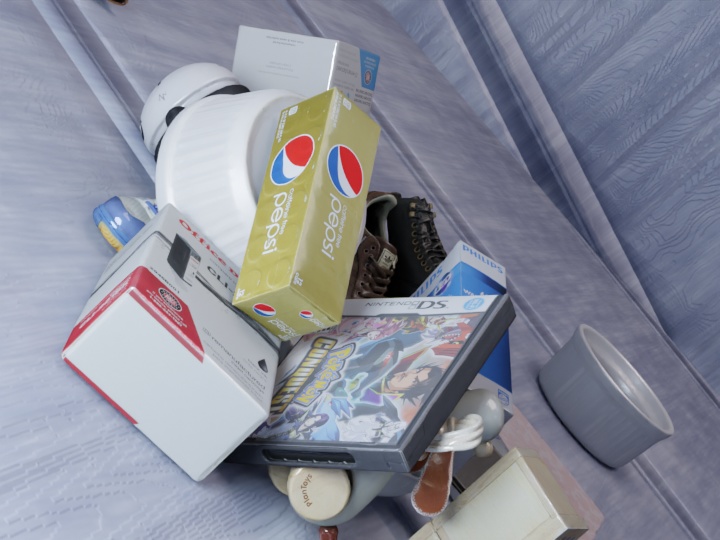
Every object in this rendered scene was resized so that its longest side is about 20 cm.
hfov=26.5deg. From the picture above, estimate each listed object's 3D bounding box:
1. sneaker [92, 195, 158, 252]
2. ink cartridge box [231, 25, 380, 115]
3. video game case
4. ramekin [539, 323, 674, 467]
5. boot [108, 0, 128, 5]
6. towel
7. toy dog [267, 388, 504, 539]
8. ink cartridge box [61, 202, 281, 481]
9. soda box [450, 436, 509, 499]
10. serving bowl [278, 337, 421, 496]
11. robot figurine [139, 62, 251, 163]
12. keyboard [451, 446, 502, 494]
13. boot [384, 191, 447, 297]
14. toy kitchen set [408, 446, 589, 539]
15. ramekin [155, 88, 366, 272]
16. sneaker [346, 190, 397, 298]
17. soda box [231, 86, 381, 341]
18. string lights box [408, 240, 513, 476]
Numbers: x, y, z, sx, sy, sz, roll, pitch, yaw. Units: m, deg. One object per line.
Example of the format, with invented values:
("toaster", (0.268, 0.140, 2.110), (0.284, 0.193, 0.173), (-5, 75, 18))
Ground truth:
("sneaker", (-0.162, -0.048, 1.384), (0.076, 0.088, 0.199), (54, 18, 20))
("ink cartridge box", (-0.072, -0.155, 1.691), (0.124, 0.203, 0.128), (11, 4, 22))
("video game case", (0.006, 0.085, 1.218), (0.200, 0.179, 0.026), (-50, 127, -44))
("ramekin", (0.345, 0.183, 2.175), (0.200, 0.098, 0.201), (44, 16, -16))
("boot", (-0.313, -0.397, 1.859), (0.188, 0.068, 0.201), (30, 24, -49))
("towel", (0.200, 0.243, 1.761), (0.192, 0.032, 0.200), (51, 16, 8))
("toy dog", (0.023, 0.168, 1.223), (0.132, 0.197, 0.098), (-60, 136, -74))
("ink cartridge box", (-0.140, 0.050, 1.207), (0.144, 0.084, 0.200), (44, 15, -14))
("soda box", (0.151, 0.251, 1.546), (0.068, 0.063, 0.201), (25, 28, -57))
("serving bowl", (-0.018, 0.129, 1.383), (0.200, 0.066, 0.201), (44, 16, -16))
("robot figurine", (-0.139, -0.115, 1.550), (0.124, 0.151, 0.201), (-31, 75, -31))
("keyboard", (0.067, 0.142, 1.426), (0.201, 0.040, 0.104), (51, 38, 6))
("boot", (0.075, -0.016, 1.620), (0.077, 0.141, 0.199), (-1, 1, -33))
("toy kitchen set", (0.153, 0.274, 1.274), (0.199, 0.180, 0.164), (16, 36, -55))
("ramekin", (-0.079, -0.067, 1.353), (0.201, 0.094, 0.205), (21, 61, -44))
("sneaker", (0.000, 0.000, 1.610), (0.070, 0.075, 0.202), (35, 45, -43))
("soda box", (-0.042, -0.047, 1.259), (0.064, 0.067, 0.202), (37, 50, -36))
("string lights box", (0.082, 0.078, 1.372), (0.059, 0.103, 0.201), (29, 35, -19))
